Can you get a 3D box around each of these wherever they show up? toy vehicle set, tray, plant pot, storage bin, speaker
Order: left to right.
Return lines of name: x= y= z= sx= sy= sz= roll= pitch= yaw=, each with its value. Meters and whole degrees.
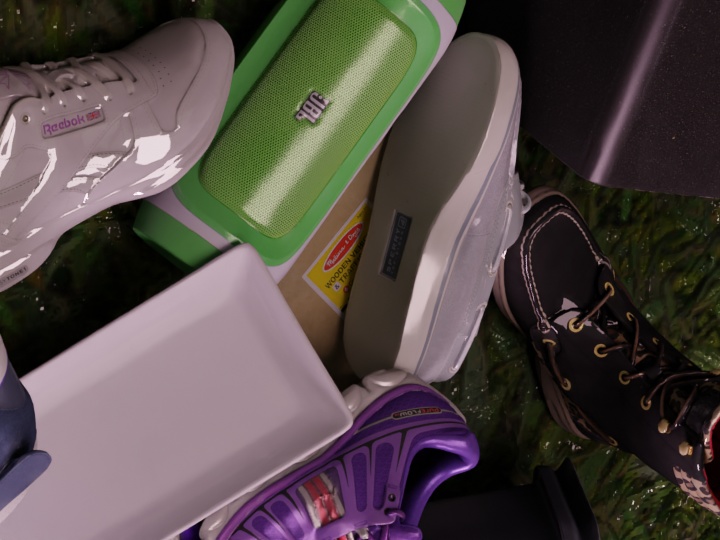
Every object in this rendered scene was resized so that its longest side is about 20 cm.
tray: x=-0.113 y=0.082 z=1.267 sx=0.199 sy=0.022 sz=0.108 roll=-31 pitch=86 yaw=1
speaker: x=-0.031 y=-0.081 z=1.314 sx=0.088 sy=0.088 sz=0.201 roll=40 pitch=83 yaw=-39
toy vehicle set: x=0.000 y=0.000 z=1.405 sx=0.200 sy=0.026 sz=0.124 roll=-50 pitch=128 yaw=-9
storage bin: x=0.064 y=0.216 z=1.481 sx=0.133 sy=0.146 sz=0.201 roll=-3 pitch=113 yaw=-5
plant pot: x=0.168 y=-0.148 z=1.374 sx=0.199 sy=0.200 sz=0.178 roll=3 pitch=118 yaw=-36

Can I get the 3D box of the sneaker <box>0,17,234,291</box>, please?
sneaker: x=-0.143 y=-0.070 z=1.234 sx=0.200 sy=0.075 sz=0.100 roll=-39 pitch=137 yaw=-19

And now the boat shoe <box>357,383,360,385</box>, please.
boat shoe: x=-0.021 y=0.147 z=1.392 sx=0.201 sy=0.070 sz=0.064 roll=-57 pitch=170 yaw=-20

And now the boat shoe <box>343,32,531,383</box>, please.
boat shoe: x=0.051 y=-0.031 z=1.374 sx=0.071 sy=0.070 sz=0.202 roll=4 pitch=111 yaw=-42

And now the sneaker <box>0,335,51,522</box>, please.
sneaker: x=-0.238 y=0.113 z=1.185 sx=0.199 sy=0.081 sz=0.147 roll=-32 pitch=147 yaw=-20

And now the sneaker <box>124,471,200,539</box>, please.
sneaker: x=-0.105 y=0.169 z=1.362 sx=0.099 sy=0.069 sz=0.201 roll=-43 pitch=148 yaw=-46

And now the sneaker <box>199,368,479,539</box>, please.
sneaker: x=-0.017 y=0.133 z=1.308 sx=0.200 sy=0.083 sz=0.081 roll=-44 pitch=149 yaw=-20

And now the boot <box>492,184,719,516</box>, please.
boot: x=0.156 y=0.050 z=1.445 sx=0.073 sy=0.150 sz=0.201 roll=-39 pitch=135 yaw=-20
